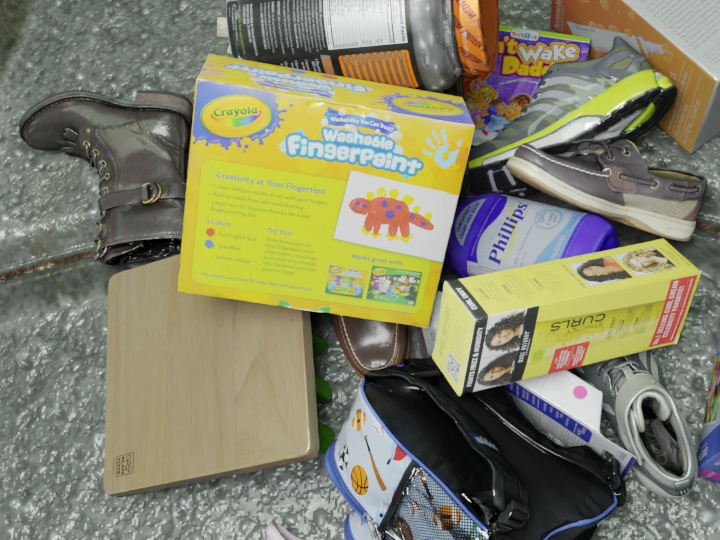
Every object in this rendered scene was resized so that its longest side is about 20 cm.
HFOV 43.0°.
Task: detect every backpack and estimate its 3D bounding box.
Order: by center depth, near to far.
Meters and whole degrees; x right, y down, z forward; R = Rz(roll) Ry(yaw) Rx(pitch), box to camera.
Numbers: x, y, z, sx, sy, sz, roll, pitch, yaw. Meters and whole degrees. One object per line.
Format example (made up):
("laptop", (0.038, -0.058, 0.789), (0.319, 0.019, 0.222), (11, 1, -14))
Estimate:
("backpack", (0.071, 0.159, 0.690), (0.191, 0.199, 0.155), (47, 115, 31))

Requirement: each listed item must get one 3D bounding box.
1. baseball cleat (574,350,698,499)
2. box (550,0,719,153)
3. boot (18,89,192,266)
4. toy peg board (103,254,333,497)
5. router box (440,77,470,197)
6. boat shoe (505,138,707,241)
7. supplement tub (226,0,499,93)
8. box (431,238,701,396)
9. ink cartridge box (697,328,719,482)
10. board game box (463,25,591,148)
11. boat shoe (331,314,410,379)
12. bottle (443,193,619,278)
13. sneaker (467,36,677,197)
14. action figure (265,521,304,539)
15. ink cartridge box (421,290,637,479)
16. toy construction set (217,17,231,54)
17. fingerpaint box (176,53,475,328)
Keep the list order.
("baseball cleat", (0.214, 0.081, 0.734), (0.069, 0.107, 0.202), (-29, 64, 2))
("box", (0.277, -0.229, 0.839), (0.097, 0.125, 0.201), (-37, 66, -6))
("boot", (-0.249, -0.088, 0.904), (0.197, 0.069, 0.177), (-5, 67, 5))
("toy peg board", (-0.116, 0.089, 0.809), (0.197, 0.098, 0.203), (-15, 64, 20))
("router box", (0.014, -0.153, 0.803), (0.148, 0.062, 0.203), (-8, 65, 16))
("boat shoe", (0.211, -0.079, 0.769), (0.198, 0.072, 0.066), (15, 104, -24))
("supplement tub", (0.005, -0.198, 0.720), (0.197, 0.123, 0.124), (0, 68, 17))
("box", (0.153, 0.033, 0.681), (0.197, 0.076, 0.050), (-10, 37, -23))
("ink cartridge box", (0.300, 0.088, 0.709), (0.041, 0.120, 0.203), (12, 71, 11))
("board game box", (0.111, -0.171, 0.888), (0.197, 0.045, 0.136), (12, 71, 14))
("boat shoe", (0.000, 0.000, 0.825), (0.069, 0.070, 0.203), (-13, 68, 4))
("bottle", (0.119, -0.024, 0.794), (0.198, 0.065, 0.084), (18, 69, 35))
("sneaker", (0.170, -0.131, 0.803), (0.198, 0.074, 0.082), (-25, 59, 6))
("action figure", (-0.009, 0.256, 0.661), (0.133, 0.200, 0.150), (26, 56, -13))
("ink cartridge box", (0.138, 0.095, 0.748), (0.199, 0.095, 0.037), (35, 76, 20))
("toy construction set", (-0.088, -0.154, 0.897), (0.129, 0.092, 0.203), (-3, 78, 9))
("fingerpaint box", (-0.030, -0.059, 0.693), (0.197, 0.169, 0.074), (8, 26, -6))
